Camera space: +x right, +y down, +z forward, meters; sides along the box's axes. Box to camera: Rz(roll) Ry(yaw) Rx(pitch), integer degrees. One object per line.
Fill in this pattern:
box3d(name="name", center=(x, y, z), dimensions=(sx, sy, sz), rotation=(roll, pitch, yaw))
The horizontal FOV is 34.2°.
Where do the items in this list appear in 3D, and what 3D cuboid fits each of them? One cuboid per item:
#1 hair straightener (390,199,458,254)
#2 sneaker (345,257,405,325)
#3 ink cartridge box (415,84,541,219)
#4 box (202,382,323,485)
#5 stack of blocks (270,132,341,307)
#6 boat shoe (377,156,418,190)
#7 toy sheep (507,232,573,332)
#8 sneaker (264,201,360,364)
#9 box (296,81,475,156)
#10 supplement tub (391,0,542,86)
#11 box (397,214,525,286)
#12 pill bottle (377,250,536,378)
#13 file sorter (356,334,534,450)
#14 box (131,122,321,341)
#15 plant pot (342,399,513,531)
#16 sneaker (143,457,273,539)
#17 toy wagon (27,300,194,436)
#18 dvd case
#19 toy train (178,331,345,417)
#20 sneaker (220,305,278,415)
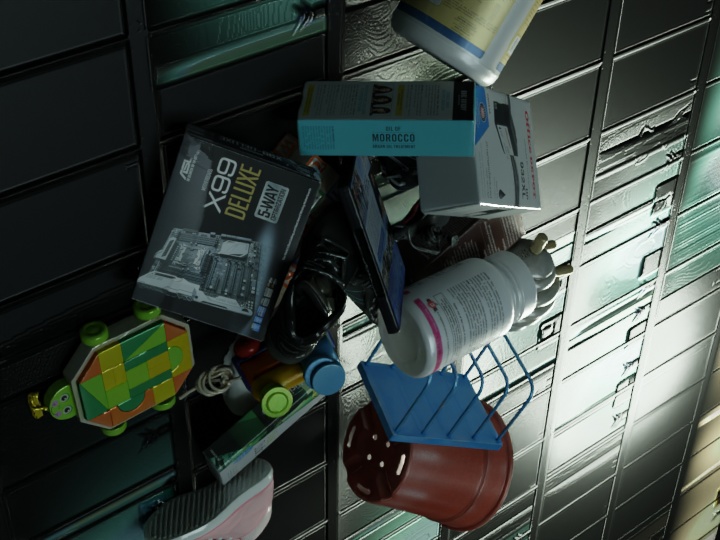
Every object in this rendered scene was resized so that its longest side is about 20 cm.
box3d(name="hair straightener", center=(0.091, -0.059, 1.487), dimensions=(0.200, 0.076, 0.042), rotation=(-34, 144, -71))
box3d(name="sneaker", center=(0.000, 0.000, 1.514), dimensions=(0.076, 0.079, 0.201), rotation=(-50, 147, -12))
box3d(name="ink cartridge box", center=(0.147, -0.144, 1.458), dimensions=(0.199, 0.083, 0.148), rotation=(-1, 84, -60))
box3d(name="box", center=(-0.116, 0.193, 1.524), dimensions=(0.200, 0.036, 0.145), rotation=(-42, 170, -14))
box3d(name="stack of blocks", center=(-0.103, -0.046, 1.386), dimensions=(0.201, 0.058, 0.115), rotation=(-52, 141, 0))
box3d(name="boat shoe", center=(0.056, -0.135, 1.474), dimensions=(0.199, 0.071, 0.068), rotation=(16, 106, -57))
box3d(name="toy sheep", center=(0.231, 0.016, 1.707), dimensions=(0.136, 0.138, 0.202), rotation=(-18, 143, -34))
box3d(name="sneaker", center=(-0.038, 0.003, 1.315), dimensions=(0.201, 0.076, 0.114), rotation=(-64, -169, -24))
box3d(name="box", center=(0.031, -0.171, 1.318), dimensions=(0.196, 0.083, 0.050), rotation=(1, 131, 6))
box3d(name="supplement tub", center=(0.140, -0.331, 1.341), dimensions=(0.144, 0.144, 0.202), rotation=(21, 104, -50))
box3d(name="box", center=(0.130, -0.035, 1.617), dimensions=(0.200, 0.075, 0.101), rotation=(-42, 141, -16))
box3d(name="pill bottle", center=(0.129, 0.052, 1.536), dimensions=(0.198, 0.113, 0.115), rotation=(-24, 134, -30))
box3d(name="file sorter", center=(0.123, 0.153, 1.648), dimensions=(0.198, 0.140, 0.124), rotation=(10, 126, -33))
box3d(name="box", center=(-0.148, -0.041, 1.290), dimensions=(0.156, 0.050, 0.202), rotation=(19, 109, -12))
box3d(name="plant pot", center=(0.090, 0.276, 1.734), dimensions=(0.193, 0.201, 0.203), rotation=(16, 107, -40))
box3d(name="sneaker", center=(-0.196, 0.342, 1.576), dimensions=(0.199, 0.075, 0.106), rotation=(-27, 130, -34))
box3d(name="toy wagon", center=(-0.285, 0.123, 1.351), dimensions=(0.198, 0.039, 0.157), rotation=(-27, 135, -28))
box3d(name="dvd case", center=(0.015, -0.045, 1.386), dimensions=(0.017, 0.143, 0.202), rotation=(-12, 119, 13))
box3d(name="toy train", center=(-0.115, 0.135, 1.379), dimensions=(0.198, 0.116, 0.085), rotation=(-28, 119, -5))
box3d(name="sneaker", center=(-0.111, 0.105, 1.478), dimensions=(0.076, 0.080, 0.202), rotation=(4, 117, -48))
